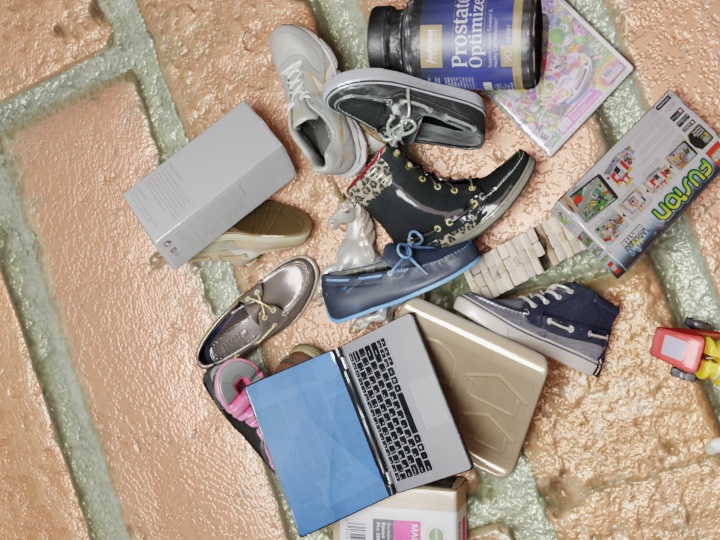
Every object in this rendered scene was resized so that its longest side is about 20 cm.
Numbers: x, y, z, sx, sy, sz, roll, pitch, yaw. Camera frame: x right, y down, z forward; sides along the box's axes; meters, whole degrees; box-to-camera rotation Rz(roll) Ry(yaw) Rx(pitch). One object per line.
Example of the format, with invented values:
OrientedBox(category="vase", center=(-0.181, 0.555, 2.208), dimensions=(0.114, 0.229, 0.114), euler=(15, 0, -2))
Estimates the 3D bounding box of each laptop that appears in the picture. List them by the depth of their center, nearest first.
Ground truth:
OrientedBox(category="laptop", center=(-0.004, 0.179, 1.126), dimensions=(0.198, 0.115, 0.190), euler=(-28, 82, 41))

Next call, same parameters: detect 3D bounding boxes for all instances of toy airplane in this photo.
OrientedBox(category="toy airplane", center=(0.444, 0.115, 1.066), dimensions=(0.197, 0.141, 0.203), euler=(-30, 84, 13))

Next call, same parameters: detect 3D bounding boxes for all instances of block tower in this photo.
OrientedBox(category="block tower", center=(0.220, -0.028, 1.168), dimensions=(0.197, 0.058, 0.055), euler=(-29, 84, 12))

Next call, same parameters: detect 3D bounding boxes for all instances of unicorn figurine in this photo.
OrientedBox(category="unicorn figurine", center=(0.000, 0.000, 1.225), dimensions=(0.199, 0.074, 0.138), euler=(38, 92, -4))

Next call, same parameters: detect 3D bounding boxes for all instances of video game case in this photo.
OrientedBox(category="video game case", center=(0.210, -0.259, 1.183), dimensions=(0.143, 0.018, 0.200), euler=(-46, 80, 12))

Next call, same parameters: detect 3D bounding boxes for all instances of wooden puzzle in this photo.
OrientedBox(category="wooden puzzle", center=(0.123, 0.138, 1.171), dimensions=(0.182, 0.046, 0.203), euler=(24, 132, 16))

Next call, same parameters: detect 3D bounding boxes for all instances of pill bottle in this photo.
OrientedBox(category="pill bottle", center=(0.112, -0.268, 1.143), dimensions=(0.196, 0.112, 0.115), euler=(2, 92, 15))

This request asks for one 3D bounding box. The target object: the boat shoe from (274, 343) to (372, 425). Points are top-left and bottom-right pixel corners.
OrientedBox(category="boat shoe", center=(-0.026, 0.174, 1.221), dimensions=(0.198, 0.067, 0.073), euler=(35, 127, 14))

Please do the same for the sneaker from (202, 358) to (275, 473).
OrientedBox(category="sneaker", center=(-0.132, 0.191, 1.248), dimensions=(0.095, 0.079, 0.202), euler=(-4, 125, 52))

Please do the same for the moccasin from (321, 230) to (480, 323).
OrientedBox(category="moccasin", center=(0.041, 0.000, 1.138), dimensions=(0.197, 0.080, 0.069), euler=(-22, 94, 11))

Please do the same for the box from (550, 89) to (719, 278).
OrientedBox(category="box", center=(0.322, -0.100, 1.108), dimensions=(0.200, 0.035, 0.110), euler=(-43, 81, -13))

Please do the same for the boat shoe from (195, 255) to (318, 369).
OrientedBox(category="boat shoe", center=(-0.135, 0.058, 1.261), dimensions=(0.199, 0.059, 0.072), euler=(-42, 81, 12))

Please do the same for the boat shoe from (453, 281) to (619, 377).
OrientedBox(category="boat shoe", center=(0.210, 0.045, 1.145), dimensions=(0.197, 0.075, 0.094), euler=(24, 92, -16))

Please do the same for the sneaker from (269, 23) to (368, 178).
OrientedBox(category="sneaker", center=(-0.060, -0.205, 1.161), dimensions=(0.075, 0.092, 0.203), euler=(-30, 84, 27))

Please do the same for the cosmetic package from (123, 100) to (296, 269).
OrientedBox(category="cosmetic package", center=(-0.188, -0.108, 1.225), dimensions=(0.199, 0.074, 0.102), euler=(-37, 58, -6))

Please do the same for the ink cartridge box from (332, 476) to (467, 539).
OrientedBox(category="ink cartridge box", center=(0.050, 0.360, 1.212), dimensions=(0.161, 0.075, 0.205), euler=(-1, 90, 16))

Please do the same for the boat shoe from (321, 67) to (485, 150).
OrientedBox(category="boat shoe", center=(0.051, -0.177, 1.127), dimensions=(0.195, 0.074, 0.069), euler=(11, 59, -16))

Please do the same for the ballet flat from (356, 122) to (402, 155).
OrientedBox(category="ballet flat", center=(-0.009, -0.189, 1.221), dimensions=(0.198, 0.068, 0.073), euler=(29, 106, 15))

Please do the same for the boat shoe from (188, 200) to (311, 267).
OrientedBox(category="boat shoe", center=(-0.154, -0.042, 1.267), dimensions=(0.196, 0.073, 0.066), euler=(-2, 130, 15))

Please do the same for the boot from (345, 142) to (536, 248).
OrientedBox(category="boot", center=(0.095, -0.106, 1.170), dimensions=(0.154, 0.074, 0.203), euler=(44, 106, -9))
